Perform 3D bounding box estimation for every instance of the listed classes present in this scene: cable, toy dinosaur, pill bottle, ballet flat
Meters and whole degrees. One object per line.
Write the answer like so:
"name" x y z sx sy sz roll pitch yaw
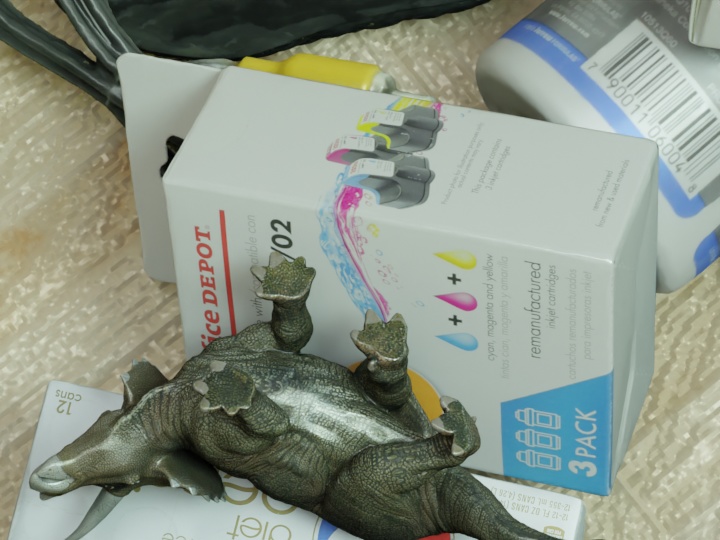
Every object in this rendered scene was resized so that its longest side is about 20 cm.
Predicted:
"cable" -0.071 -0.065 1.089 0.200 0.050 0.097 29 114 15
"toy dinosaur" -0.009 0.055 0.968 0.199 0.102 0.077 11 62 -2
"pill bottle" 0.150 -0.095 1.045 0.200 0.114 0.114 -40 75 -7
"ballet flat" -0.023 -0.119 1.107 0.199 0.057 0.067 -4 103 8

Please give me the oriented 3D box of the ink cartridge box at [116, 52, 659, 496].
"ink cartridge box" 0.000 0.000 0.999 0.199 0.115 0.068 11 44 16

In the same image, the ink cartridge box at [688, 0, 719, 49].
"ink cartridge box" 0.195 -0.167 0.962 0.145 0.084 0.201 10 66 4

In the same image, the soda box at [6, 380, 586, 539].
"soda box" -0.022 0.098 1.031 0.199 0.064 0.068 12 76 8
